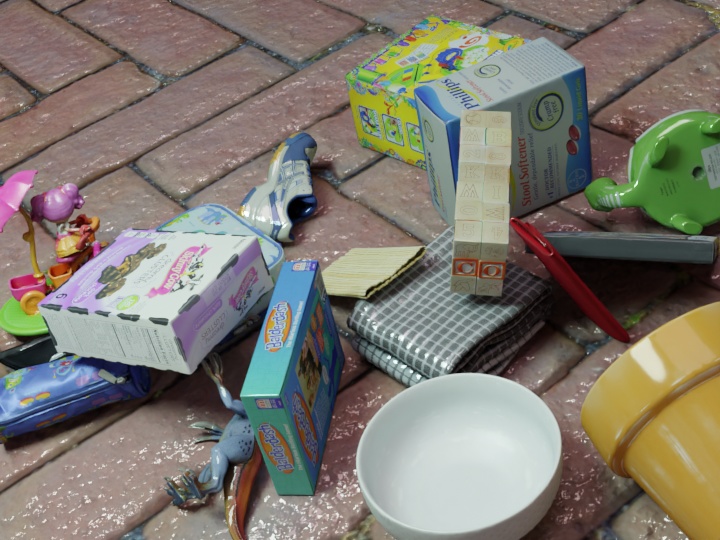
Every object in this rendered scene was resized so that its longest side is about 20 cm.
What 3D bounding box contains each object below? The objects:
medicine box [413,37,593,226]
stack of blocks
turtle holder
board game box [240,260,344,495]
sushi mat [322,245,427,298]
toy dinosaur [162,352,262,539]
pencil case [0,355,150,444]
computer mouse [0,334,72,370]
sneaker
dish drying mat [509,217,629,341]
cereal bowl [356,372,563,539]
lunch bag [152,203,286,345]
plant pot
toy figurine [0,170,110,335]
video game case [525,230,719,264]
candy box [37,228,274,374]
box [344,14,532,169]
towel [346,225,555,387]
[{"bbox_3d":[0.185,-0.169,1.385,0.199,0.183,0.103,-24,39,-12],"label":"medicine box"},{"bbox_3d":[0.135,-0.068,1.204,0.058,0.116,0.201,3,50,5],"label":"stack of blocks"},{"bbox_3d":[0.384,-0.112,1.316,0.186,0.141,0.132,-49,12,9],"label":"turtle holder"},{"bbox_3d":[-0.067,0.112,1.147,0.045,0.153,0.201,-3,39,14],"label":"board game box"},{"bbox_3d":[0.000,0.000,1.293,0.095,0.012,0.200,-36,15,-20],"label":"sushi mat"},{"bbox_3d":[-0.129,0.188,1.166,0.181,0.105,0.200,-34,76,-37],"label":"toy dinosaur"},{"bbox_3d":[-0.342,0.137,1.253,0.198,0.079,0.087,-18,12,-3],"label":"pencil case"},{"bbox_3d":[-0.339,0.089,1.308,0.198,0.046,0.140,-20,5,-17],"label":"computer mouse"},{"bbox_3d":[-0.092,-0.110,1.497,0.087,0.076,0.201,15,53,15],"label":"sneaker"},{"bbox_3d":[0.226,0.012,1.152,0.018,0.200,0.077,-44,43,3],"label":"dish drying mat"},{"bbox_3d":[0.099,0.198,1.048,0.198,0.084,0.201,-8,39,6],"label":"cereal bowl"},{"bbox_3d":[-0.188,0.001,1.371,0.160,0.083,0.199,-35,44,-23],"label":"lunch bag"},{"bbox_3d":[0.328,0.160,0.958,0.199,0.201,0.184,-21,54,-10],"label":"plant pot"},{"bbox_3d":[-0.396,-0.042,1.386,0.198,0.186,0.150,-18,28,-13],"label":"toy figurine"},{"bbox_3d":[0.303,-0.029,1.226,0.198,0.026,0.181,4,5,20],"label":"video game case"},{"bbox_3d":[-0.226,0.028,1.202,0.198,0.072,0.168,4,35,32],"label":"candy box"},{"bbox_3d":[0.119,-0.255,1.556,0.192,0.123,0.200,26,52,38],"label":"box"},{"bbox_3d":[0.106,0.048,1.226,0.165,0.086,0.200,27,54,38],"label":"towel"}]
